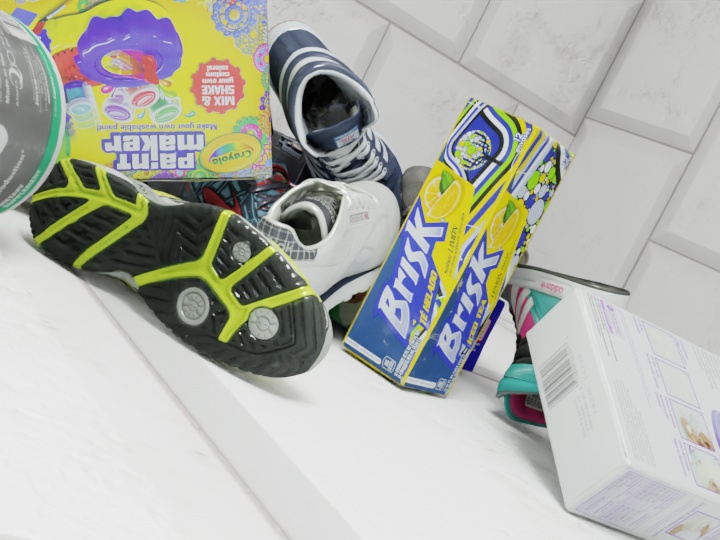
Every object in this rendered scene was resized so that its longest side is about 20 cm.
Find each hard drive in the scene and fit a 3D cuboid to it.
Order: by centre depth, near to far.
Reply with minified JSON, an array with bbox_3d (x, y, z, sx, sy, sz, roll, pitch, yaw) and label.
[{"bbox_3d":[0.006,-0.070,1.010,0.199,0.038,0.140,24,6,-27],"label":"hard drive"}]

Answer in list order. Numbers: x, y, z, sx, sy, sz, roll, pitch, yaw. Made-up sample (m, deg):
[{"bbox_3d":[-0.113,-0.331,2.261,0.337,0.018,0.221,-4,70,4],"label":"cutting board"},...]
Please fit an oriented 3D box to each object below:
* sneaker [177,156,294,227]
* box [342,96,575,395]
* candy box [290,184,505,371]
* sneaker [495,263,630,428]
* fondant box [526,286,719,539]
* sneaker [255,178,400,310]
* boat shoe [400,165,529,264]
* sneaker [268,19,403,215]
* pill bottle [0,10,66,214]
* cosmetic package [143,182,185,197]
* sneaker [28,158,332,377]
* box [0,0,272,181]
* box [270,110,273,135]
[{"bbox_3d":[-0.086,-0.046,0.857,0.079,0.096,0.200,20,9,-47],"label":"sneaker"},{"bbox_3d":[0.070,-0.015,0.763,0.064,0.201,0.070,30,6,36],"label":"box"},{"bbox_3d":[0.000,0.000,0.937,0.200,0.077,0.169,31,7,41],"label":"candy box"},{"bbox_3d":[0.145,0.061,0.845,0.083,0.121,0.200,13,2,-9],"label":"sneaker"},{"bbox_3d":[0.212,0.112,0.702,0.199,0.058,0.145,23,38,-24],"label":"fondant box"},{"bbox_3d":[-0.019,-0.030,0.753,0.076,0.081,0.200,19,30,16],"label":"sneaker"},{"bbox_3d":[0.090,-0.038,0.893,0.200,0.067,0.057,23,48,-61],"label":"boat shoe"},{"bbox_3d":[-0.009,-0.095,0.841,0.200,0.070,0.109,57,0,-33],"label":"sneaker"},{"bbox_3d":[-0.220,-0.079,0.461,0.113,0.114,0.200,28,6,9],"label":"pill bottle"},{"bbox_3d":[-0.135,-0.069,1.077,0.199,0.052,0.151,24,9,-26],"label":"cosmetic package"},{"bbox_3d":[-0.092,-0.007,0.601,0.199,0.076,0.076,31,7,23],"label":"sneaker"},{"bbox_3d":[-0.166,-0.129,0.748,0.199,0.123,0.193,-2,11,-8],"label":"box"},{"bbox_3d":[-0.182,-0.137,0.964,0.199,0.050,0.160,-8,11,-5],"label":"box"}]
